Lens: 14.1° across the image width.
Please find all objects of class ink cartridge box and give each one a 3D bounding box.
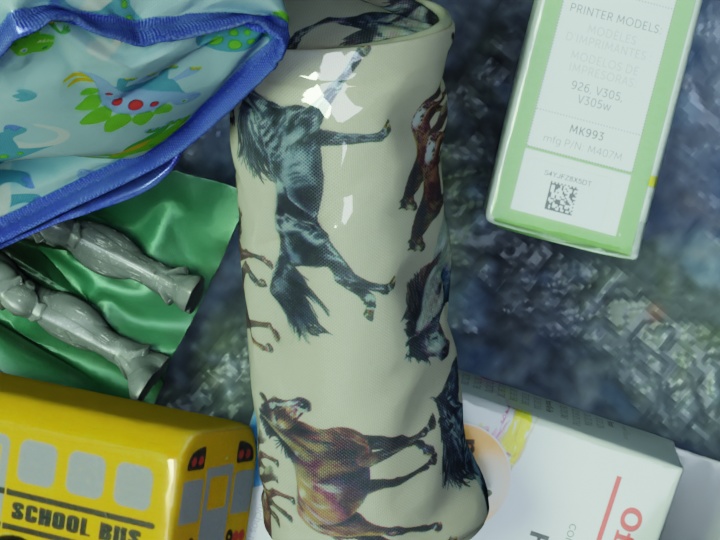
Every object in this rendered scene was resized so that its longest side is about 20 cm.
[{"bbox_3d":[0.049,0.104,1.095,0.199,0.068,0.116,18,95,2],"label":"ink cartridge box"},{"bbox_3d":[0.096,-0.109,1.061,0.059,0.104,0.201,13,94,2],"label":"ink cartridge box"}]

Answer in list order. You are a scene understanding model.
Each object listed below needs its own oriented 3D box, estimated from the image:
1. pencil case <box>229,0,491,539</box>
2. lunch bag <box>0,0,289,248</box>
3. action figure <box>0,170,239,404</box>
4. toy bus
[{"bbox_3d":[0.000,0.000,1.001,0.077,0.089,0.201,5,108,31],"label":"pencil case"},{"bbox_3d":[-0.119,-0.111,0.973,0.127,0.200,0.171,1,68,-33],"label":"lunch bag"},{"bbox_3d":[-0.156,-0.022,1.108,0.199,0.055,0.119,28,98,5],"label":"action figure"},{"bbox_3d":[-0.142,0.078,1.073,0.199,0.065,0.079,10,97,25],"label":"toy bus"}]
